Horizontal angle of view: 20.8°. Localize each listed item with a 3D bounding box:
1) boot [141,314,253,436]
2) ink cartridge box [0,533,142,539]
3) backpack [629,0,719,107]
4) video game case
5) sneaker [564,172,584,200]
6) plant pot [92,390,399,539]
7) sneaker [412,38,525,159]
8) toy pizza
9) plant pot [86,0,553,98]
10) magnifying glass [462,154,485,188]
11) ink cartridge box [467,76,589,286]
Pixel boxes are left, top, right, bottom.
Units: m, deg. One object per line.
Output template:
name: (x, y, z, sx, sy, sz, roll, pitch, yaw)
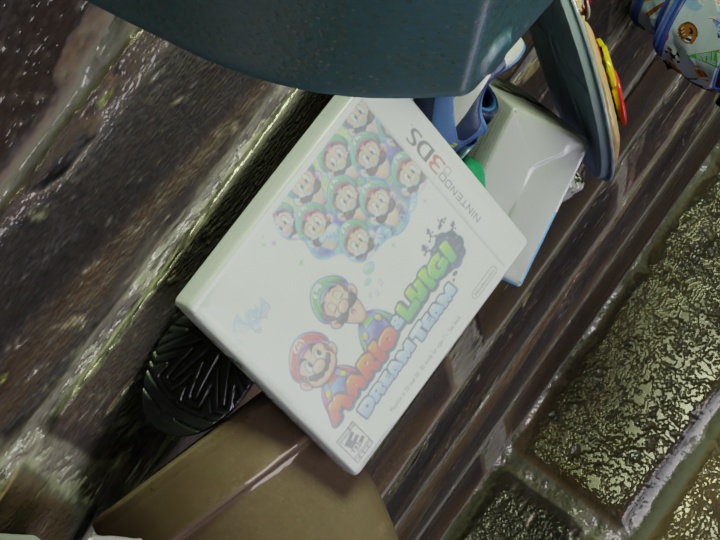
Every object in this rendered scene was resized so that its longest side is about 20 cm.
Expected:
boot: (-0.066, 0.036, 1.347, 0.165, 0.065, 0.200, -55, 171, 6)
ink cartridge box: (-0.228, 0.226, 1.197, 0.201, 0.066, 0.116, -55, 167, -2)
backpack: (0.352, -0.266, 1.902, 0.201, 0.153, 0.190, -64, 174, 11)
video game case: (0.000, 0.000, 1.254, 0.201, 0.024, 0.182, -52, 125, -14)
sneaker: (0.150, -0.080, 1.832, 0.081, 0.075, 0.200, -45, 169, 19)
plant pot: (-0.054, 0.180, 1.347, 0.200, 0.175, 0.200, -38, 180, 0)
sneaker: (0.045, -0.095, 1.323, 0.074, 0.082, 0.201, -97, -155, -46)
toy pizza: (0.150, -0.161, 1.378, 0.031, 0.202, 0.200, -19, 163, -1)
plant pot: (0.001, -0.181, 0.738, 0.196, 0.199, 0.197, -47, 164, -29)
magnifying glass: (0.035, -0.035, 1.405, 0.200, 0.022, 0.080, -14, -122, 63)
ink cartridge box: (0.086, -0.080, 1.444, 0.116, 0.067, 0.200, -64, -161, 11)
